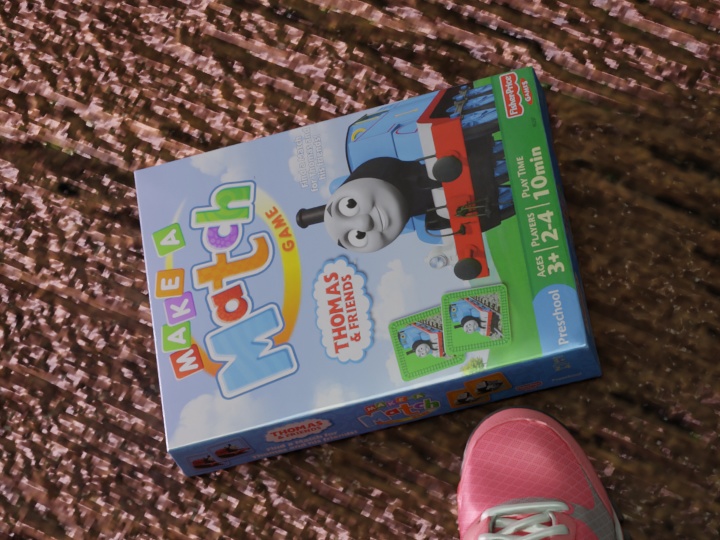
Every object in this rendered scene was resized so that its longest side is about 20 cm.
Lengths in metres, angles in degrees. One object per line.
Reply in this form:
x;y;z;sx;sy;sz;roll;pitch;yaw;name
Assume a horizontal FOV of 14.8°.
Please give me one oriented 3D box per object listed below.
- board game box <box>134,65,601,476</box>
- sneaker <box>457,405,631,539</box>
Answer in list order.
0.000;0.000;1.288;0.199;0.037;0.152;-15;61;10;board game box
0.076;0.141;1.165;0.073;0.087;0.201;-10;62;10;sneaker
